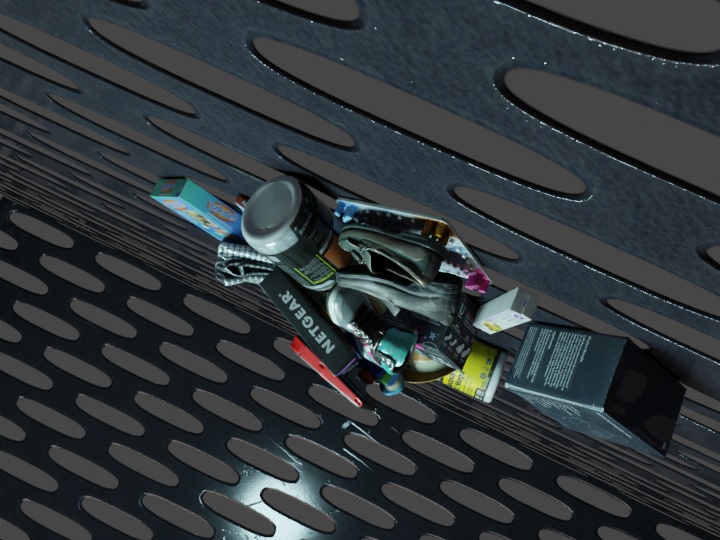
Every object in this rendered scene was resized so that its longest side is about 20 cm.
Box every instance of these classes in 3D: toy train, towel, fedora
[{"bbox_3d":[-0.006,0.168,1.275,0.198,0.085,0.116,23,158,40],"label":"toy train"},{"bbox_3d":[-0.229,-0.005,1.424,0.162,0.088,0.200,9,180,-17],"label":"towel"},{"bbox_3d":[-0.081,0.032,1.205,0.200,0.023,0.153,46,179,42],"label":"towel"},{"bbox_3d":[0.123,0.134,1.314,0.198,0.200,0.083,14,134,40],"label":"fedora"}]

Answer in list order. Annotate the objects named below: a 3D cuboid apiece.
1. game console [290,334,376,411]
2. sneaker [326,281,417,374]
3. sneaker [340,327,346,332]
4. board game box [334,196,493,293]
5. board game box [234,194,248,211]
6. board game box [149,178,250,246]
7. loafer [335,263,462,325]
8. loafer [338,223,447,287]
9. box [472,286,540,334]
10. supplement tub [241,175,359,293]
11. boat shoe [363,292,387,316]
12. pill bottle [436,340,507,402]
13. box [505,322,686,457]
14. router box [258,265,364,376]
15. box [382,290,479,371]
[{"bbox_3d":[-0.046,0.193,1.214,0.176,0.031,0.200,38,174,15],"label":"game console"},{"bbox_3d":[0.029,0.101,1.056,0.119,0.084,0.201,19,156,40],"label":"sneaker"},{"bbox_3d":[-0.048,0.070,1.366,0.112,0.077,0.201,44,-169,-33],"label":"sneaker"},{"bbox_3d":[0.080,-0.036,0.989,0.197,0.026,0.200,15,163,37],"label":"board game box"},{"bbox_3d":[-0.142,-0.064,1.218,0.198,0.020,0.103,35,170,20],"label":"board game box"},{"bbox_3d":[-0.321,-0.120,1.371,0.199,0.046,0.151,35,164,-38],"label":"board game box"},{"bbox_3d":[0.052,0.035,0.982,0.196,0.074,0.073,10,-163,20],"label":"loafer"},{"bbox_3d":[0.032,-0.022,0.928,0.198,0.064,0.071,11,162,47],"label":"loafer"},{"bbox_3d":[0.232,0.068,1.067,0.038,0.042,0.200,24,166,-1],"label":"box"},{"bbox_3d":[-0.084,-0.048,1.033,0.121,0.124,0.200,15,162,38],"label":"supplement tub"},{"bbox_3d":[0.000,0.000,1.178,0.200,0.072,0.073,43,171,44],"label":"boat shoe"},{"bbox_3d":[0.213,0.199,1.438,0.196,0.114,0.113,22,167,15],"label":"pill bottle"},{"bbox_3d":[0.382,0.191,1.071,0.199,0.126,0.195,34,166,-31],"label":"box"},{"bbox_3d":[-0.080,0.090,1.122,0.201,0.051,0.149,48,179,9],"label":"router box"},{"bbox_3d":[0.104,0.082,1.196,0.197,0.117,0.132,19,167,36],"label":"box"}]
